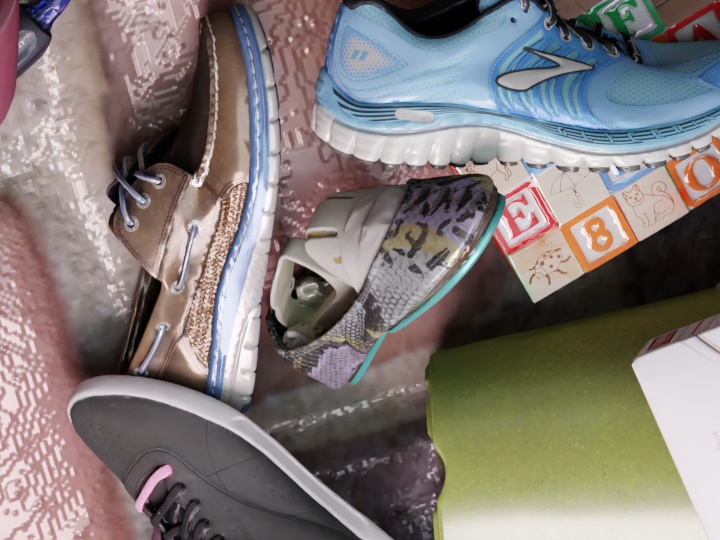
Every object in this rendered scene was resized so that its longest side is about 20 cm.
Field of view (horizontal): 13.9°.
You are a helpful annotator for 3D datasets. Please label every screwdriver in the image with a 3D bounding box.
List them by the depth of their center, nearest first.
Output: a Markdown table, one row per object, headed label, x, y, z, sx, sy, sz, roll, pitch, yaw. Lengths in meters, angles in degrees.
| label | x | y | z | sx | sy | sz | roll | pitch | yaw |
| --- | --- | --- | --- | --- | --- | --- | --- | --- | --- |
| screwdriver | -0.119 | -0.142 | 1.323 | 0.029 | 0.028 | 0.200 | 44 | 96 | 6 |

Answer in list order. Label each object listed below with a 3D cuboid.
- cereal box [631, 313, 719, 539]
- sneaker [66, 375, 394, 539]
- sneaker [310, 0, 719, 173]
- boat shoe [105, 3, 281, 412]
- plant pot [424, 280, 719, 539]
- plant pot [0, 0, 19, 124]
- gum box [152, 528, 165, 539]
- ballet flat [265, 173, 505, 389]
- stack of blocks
| label | x | y | z | sx | sy | sz | roll | pitch | yaw |
| --- | --- | --- | --- | --- | --- | --- | --- | --- | --- |
| cereal box | 0.233 | 0.065 | 1.256 | 0.200 | 0.040 | 0.144 | -23 | 96 | 21 |
| sneaker | -0.065 | 0.131 | 1.355 | 0.200 | 0.099 | 0.071 | 36 | 138 | 0 |
| sneaker | 0.080 | -0.093 | 1.293 | 0.199 | 0.078 | 0.090 | -2 | 106 | -13 |
| boat shoe | -0.079 | -0.025 | 1.352 | 0.072 | 0.072 | 0.200 | 1 | 111 | -11 |
| plant pot | 0.128 | 0.092 | 1.397 | 0.189 | 0.200 | 0.201 | -3 | 113 | 2 |
| plant pot | -0.246 | -0.049 | 1.253 | 0.199 | 0.200 | 0.179 | -3 | 128 | -11 |
| gum box | -0.011 | 0.197 | 1.457 | 0.200 | 0.066 | 0.114 | 8 | 110 | -15 |
| ballet flat | 0.000 | 0.000 | 1.332 | 0.072 | 0.200 | 0.072 | 7 | 68 | -17 |
| stack of blocks | 0.134 | -0.089 | 1.379 | 0.200 | 0.059 | 0.115 | -30 | 114 | 1 |
